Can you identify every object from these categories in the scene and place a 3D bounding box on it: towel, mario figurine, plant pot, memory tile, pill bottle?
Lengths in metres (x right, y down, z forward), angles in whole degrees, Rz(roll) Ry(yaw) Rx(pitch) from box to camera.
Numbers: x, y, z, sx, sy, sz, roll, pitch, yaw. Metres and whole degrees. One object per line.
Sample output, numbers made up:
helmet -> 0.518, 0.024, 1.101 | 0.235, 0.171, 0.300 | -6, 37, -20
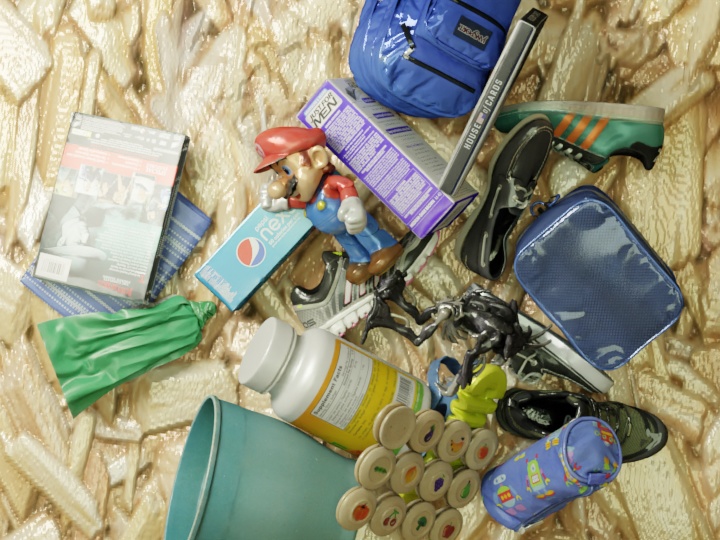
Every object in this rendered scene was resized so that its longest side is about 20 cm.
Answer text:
towel -> -0.287, -0.024, 1.655 | 0.145, 0.024, 0.200 | 37, 92, -1
mario figurine -> -0.051, -0.067, 1.534 | 0.123, 0.106, 0.200 | -36, 98, 25
plant pot -> -0.103, 0.258, 1.573 | 0.188, 0.200, 0.201 | 16, 90, -15
memory tile -> 0.067, 0.229, 1.555 | 0.200, 0.017, 0.154 | 21, 95, -43
pill bottle -> -0.031, 0.133, 1.575 | 0.200, 0.111, 0.111 | 29, 90, -17

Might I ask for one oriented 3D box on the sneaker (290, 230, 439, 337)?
sneaker -> 0.000, 0.000, 1.623 | 0.200, 0.074, 0.087 | -39, 95, 5

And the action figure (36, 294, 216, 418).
action figure -> -0.259, 0.079, 1.627 | 0.200, 0.055, 0.118 | -20, 107, -12

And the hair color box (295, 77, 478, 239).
hair color box -> 0.032, -0.130, 1.591 | 0.200, 0.109, 0.065 | 46, 110, 7

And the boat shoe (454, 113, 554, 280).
boat shoe -> 0.176, -0.079, 1.596 | 0.073, 0.063, 0.200 | 7, 118, -39

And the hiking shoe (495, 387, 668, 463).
hiking shoe -> 0.256, 0.179, 1.604 | 0.199, 0.101, 0.076 | 9, 85, 0

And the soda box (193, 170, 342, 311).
soda box -> -0.100, -0.046, 1.627 | 0.064, 0.068, 0.200 | 44, 90, 2

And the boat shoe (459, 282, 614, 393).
boat shoe -> 0.194, 0.094, 1.622 | 0.199, 0.074, 0.068 | 32, 96, 3

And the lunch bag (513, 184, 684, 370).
lunch bag -> 0.262, -0.001, 1.594 | 0.136, 0.132, 0.200 | -39, 92, 12

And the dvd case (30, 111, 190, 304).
dvd case -> -0.288, -0.073, 1.622 | 0.146, 0.022, 0.200 | 12, 84, 12

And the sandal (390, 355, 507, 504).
sandal -> 0.091, 0.179, 1.628 | 0.087, 0.079, 0.200 | 38, 102, 41

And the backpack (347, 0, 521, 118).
backpack -> 0.082, -0.271, 1.560 | 0.162, 0.168, 0.200 | 23, 90, -22

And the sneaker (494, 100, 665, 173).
sneaker -> 0.250, -0.154, 1.624 | 0.199, 0.071, 0.080 | 3, 92, 4

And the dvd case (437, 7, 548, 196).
dvd case -> 0.145, -0.186, 1.536 | 0.025, 0.150, 0.200 | 28, 109, 4

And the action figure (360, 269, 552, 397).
action figure -> 0.106, 0.069, 1.556 | 0.200, 0.119, 0.102 | 16, 126, 1

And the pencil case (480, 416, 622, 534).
pencil case -> 0.209, 0.231, 1.561 | 0.078, 0.200, 0.087 | 1, 65, -26
